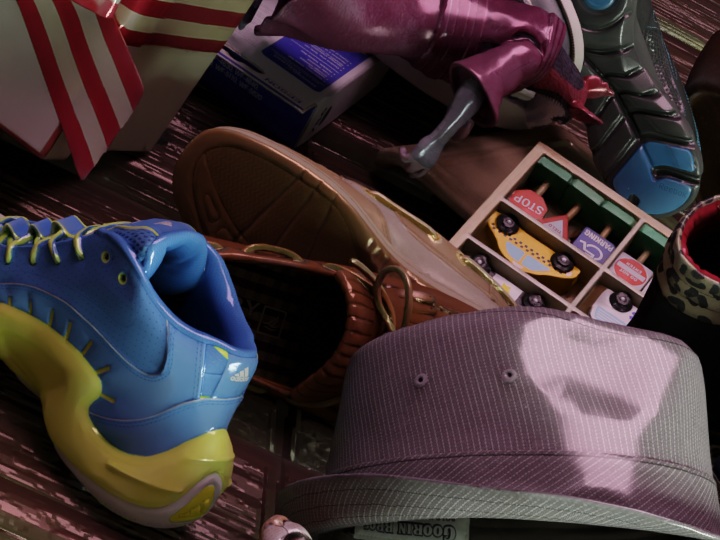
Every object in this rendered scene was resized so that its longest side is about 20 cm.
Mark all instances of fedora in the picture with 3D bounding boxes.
[{"bbox_3d":[0.067,0.067,1.023,0.199,0.091,0.177,-3,-16,27],"label":"fedora"}]

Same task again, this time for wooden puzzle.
[{"bbox_3d":[0.124,-0.015,1.454,0.200,0.037,0.185,36,24,23],"label":"wooden puzzle"}]

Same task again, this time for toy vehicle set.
[{"bbox_3d":[0.137,0.031,1.318,0.200,0.027,0.124,35,49,9],"label":"toy vehicle set"}]

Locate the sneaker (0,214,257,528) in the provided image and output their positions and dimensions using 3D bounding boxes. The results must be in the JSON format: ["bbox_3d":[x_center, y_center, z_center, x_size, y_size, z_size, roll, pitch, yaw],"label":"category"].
[{"bbox_3d":[-0.107,0.004,1.043,0.200,0.105,0.076,43,26,24],"label":"sneaker"}]

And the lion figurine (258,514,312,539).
[{"bbox_3d":[0.044,0.138,0.982,0.199,0.073,0.122,12,-3,-42],"label":"lion figurine"}]

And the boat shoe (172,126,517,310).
[{"bbox_3d":[0.000,0.000,1.231,0.200,0.074,0.069,39,20,-6],"label":"boat shoe"}]

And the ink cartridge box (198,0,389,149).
[{"bbox_3d":[-0.048,-0.121,1.444,0.099,0.039,0.200,35,22,6],"label":"ink cartridge box"}]

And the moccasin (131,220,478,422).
[{"bbox_3d":[-0.014,0.026,1.132,0.201,0.074,0.078,23,0,-20],"label":"moccasin"}]

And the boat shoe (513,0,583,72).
[{"bbox_3d":[0.043,-0.166,1.442,0.062,0.073,0.200,-20,59,-36],"label":"boat shoe"}]

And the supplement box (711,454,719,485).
[{"bbox_3d":[0.281,0.081,1.066,0.134,0.200,0.200,18,27,-31],"label":"supplement box"}]

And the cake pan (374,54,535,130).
[{"bbox_3d":[0.047,-0.152,1.534,0.200,0.037,0.201,31,24,-16],"label":"cake pan"}]

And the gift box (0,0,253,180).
[{"bbox_3d":[-0.143,-0.146,1.213,0.184,0.201,0.187,31,8,11],"label":"gift box"}]

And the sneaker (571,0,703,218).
[{"bbox_3d":[0.135,-0.127,1.486,0.082,0.073,0.201,-52,123,-76],"label":"sneaker"}]

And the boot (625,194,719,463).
[{"bbox_3d":[0.202,0.030,1.221,0.203,0.154,0.074,-4,55,-21],"label":"boot"}]

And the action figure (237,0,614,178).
[{"bbox_3d":[0.042,-0.131,1.359,0.199,0.150,0.134,18,15,-9],"label":"action figure"}]

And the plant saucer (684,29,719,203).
[{"bbox_3d":[0.234,-0.040,1.494,0.034,0.201,0.200,-25,47,-12],"label":"plant saucer"}]
